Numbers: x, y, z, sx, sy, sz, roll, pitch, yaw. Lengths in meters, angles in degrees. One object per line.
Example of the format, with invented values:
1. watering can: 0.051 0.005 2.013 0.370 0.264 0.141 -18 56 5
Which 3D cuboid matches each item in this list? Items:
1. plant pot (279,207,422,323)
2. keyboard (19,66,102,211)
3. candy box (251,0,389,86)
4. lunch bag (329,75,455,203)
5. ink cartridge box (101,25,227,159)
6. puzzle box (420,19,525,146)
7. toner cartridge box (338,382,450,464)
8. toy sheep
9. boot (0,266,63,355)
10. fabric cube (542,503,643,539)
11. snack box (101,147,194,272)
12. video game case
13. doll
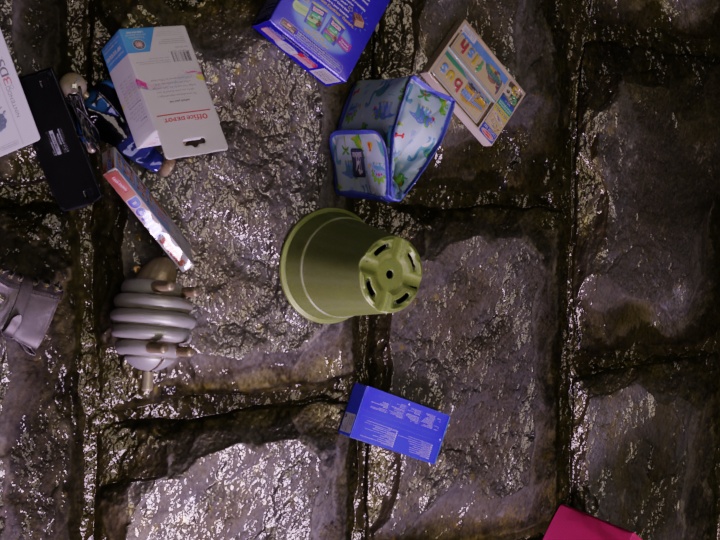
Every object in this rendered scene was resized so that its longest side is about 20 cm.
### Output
1. plant pot: 0.000 0.000 1.673 0.200 0.190 0.201 -4 97 -34
2. keyboard: -0.415 -0.189 1.458 0.040 0.104 0.200 -58 134 -65
3. candy box: -0.055 -0.432 1.664 0.169 0.077 0.200 35 76 -29
4. lunch bag: 0.039 -0.211 1.690 0.127 0.170 0.200 21 85 -33
5. ink cartridge box: -0.283 -0.249 1.489 0.115 0.068 0.200 -16 83 -42
6. puzzle box: 0.208 -0.342 1.876 0.200 0.025 0.133 43 72 -29
7. toner cartridge box: 0.062 0.274 1.827 0.200 0.043 0.095 24 82 -32
8. toy sheep: -0.306 0.078 1.513 0.138 0.138 0.200 14 78 -33
9. boot: -0.497 0.007 1.429 0.174 0.069 0.200 18 88 -39
10. fabric cube: 0.485 0.615 2.044 0.200 0.199 0.196 36 76 -30
11. snack box: -0.312 -0.088 1.511 0.024 0.072 0.200 -30 124 5
12. video game case: -0.543 -0.213 1.347 0.200 0.024 0.182 -29 133 -23
13. doll: -0.353 -0.225 1.503 0.200 0.048 0.137 33 76 -27
